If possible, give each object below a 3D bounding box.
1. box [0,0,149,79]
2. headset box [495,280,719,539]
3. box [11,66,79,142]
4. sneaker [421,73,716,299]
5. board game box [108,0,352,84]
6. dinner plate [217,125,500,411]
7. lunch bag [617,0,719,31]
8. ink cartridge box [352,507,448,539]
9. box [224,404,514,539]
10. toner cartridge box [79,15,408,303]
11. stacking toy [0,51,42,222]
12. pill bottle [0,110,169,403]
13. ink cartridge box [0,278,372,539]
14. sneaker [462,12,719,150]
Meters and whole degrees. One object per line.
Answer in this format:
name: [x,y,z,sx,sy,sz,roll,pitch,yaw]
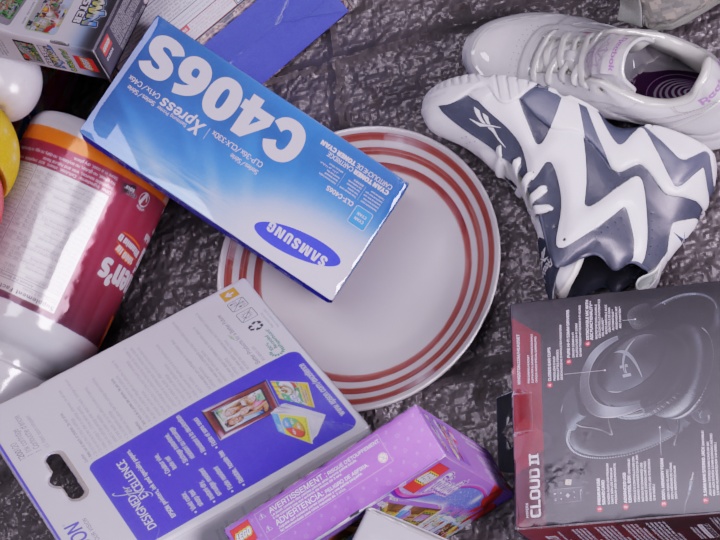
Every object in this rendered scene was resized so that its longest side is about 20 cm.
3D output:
box: [-0.179,-0.227,1.784,0.110,0.035,0.200,14,65,23]
headset box: [0.179,0.091,1.655,0.200,0.077,0.149,-8,70,18]
box: [-0.280,-0.101,1.873,0.095,0.100,0.200,17,79,21]
sneaker: [0.118,-0.042,1.715,0.199,0.080,0.130,20,74,9]
board game box: [-0.133,-0.216,1.860,0.159,0.097,0.200,-39,64,4]
dinner plate: [0.000,0.000,1.780,0.200,0.024,0.201,-6,71,18]
lunch bag: [0.217,-0.263,1.700,0.117,0.164,0.200,26,75,26]
ink cartridge box: [0.065,0.251,1.573,0.146,0.200,0.147,23,81,25]
box: [0.010,0.147,1.628,0.137,0.200,0.039,-33,72,6]
toner cartridge box: [-0.076,-0.072,1.751,0.200,0.043,0.095,33,86,0]
stacking toy: [-0.271,-0.068,1.760,0.146,0.146,0.200,22,59,25]
pill bottle: [-0.213,0.002,1.809,0.109,0.110,0.200,20,80,25]
ink cartridge box: [-0.116,0.106,1.668,0.200,0.043,0.198,-27,38,-12]
sneaker: [0.155,-0.138,1.728,0.200,0.100,0.075,13,78,25]
